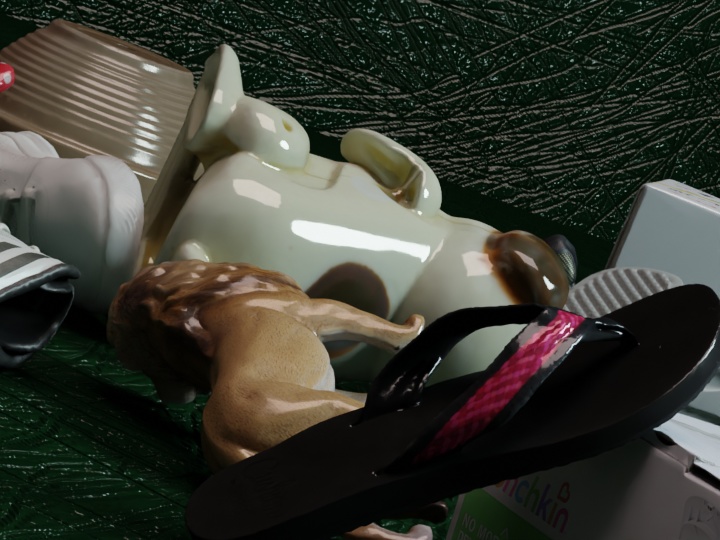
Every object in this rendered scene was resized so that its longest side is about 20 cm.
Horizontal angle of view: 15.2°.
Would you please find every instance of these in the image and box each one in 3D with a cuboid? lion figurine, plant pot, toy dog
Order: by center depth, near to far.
[{"bbox_3d":[-0.034,0.048,1.049,0.122,0.073,0.200,13,12,-12],"label":"lion figurine"},{"bbox_3d":[0.000,0.000,1.277,0.200,0.140,0.194,22,8,-14],"label":"toy dog"},{"bbox_3d":[-0.173,-0.107,1.802,0.201,0.093,0.201,22,7,-3],"label":"plant pot"}]

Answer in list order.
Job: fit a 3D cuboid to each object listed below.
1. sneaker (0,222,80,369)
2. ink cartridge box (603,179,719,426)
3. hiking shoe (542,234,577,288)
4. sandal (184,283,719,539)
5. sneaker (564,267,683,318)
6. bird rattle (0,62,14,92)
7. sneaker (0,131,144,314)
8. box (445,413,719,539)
[{"bbox_3d":[-0.176,-0.007,1.105,0.115,0.076,0.201,29,12,-12],"label":"sneaker"},{"bbox_3d":[0.221,0.036,1.659,0.147,0.146,0.200,22,7,9],"label":"ink cartridge box"},{"bbox_3d":[0.079,0.019,1.529,0.200,0.101,0.076,21,6,-4],"label":"hiking shoe"},{"bbox_3d":[0.033,0.042,0.904,0.200,0.045,0.075,-21,21,-10],"label":"sandal"},{"bbox_3d":[0.101,0.062,1.409,0.078,0.079,0.200,19,28,40],"label":"sneaker"},{"bbox_3d":[-0.287,-0.104,1.539,0.200,0.113,0.163,33,13,-24],"label":"bird rattle"},{"bbox_3d":[-0.170,-0.026,1.285,0.088,0.075,0.200,4,8,-28],"label":"sneaker"},{"bbox_3d":[0.153,0.121,0.934,0.176,0.097,0.200,18,8,-29],"label":"box"}]
